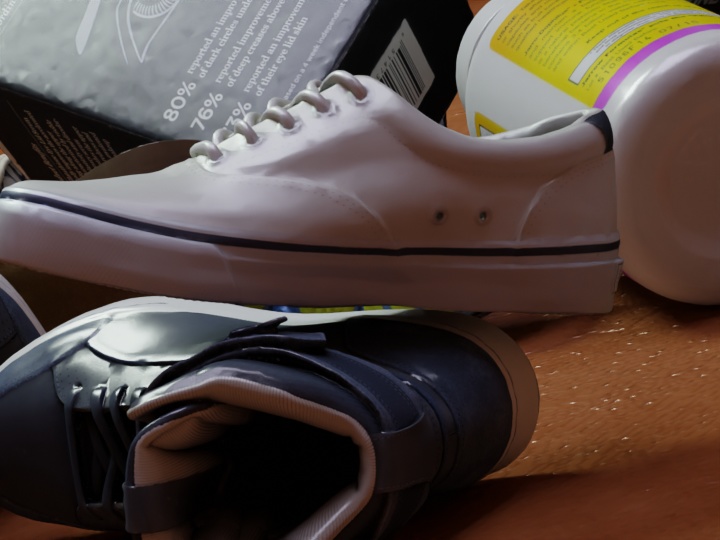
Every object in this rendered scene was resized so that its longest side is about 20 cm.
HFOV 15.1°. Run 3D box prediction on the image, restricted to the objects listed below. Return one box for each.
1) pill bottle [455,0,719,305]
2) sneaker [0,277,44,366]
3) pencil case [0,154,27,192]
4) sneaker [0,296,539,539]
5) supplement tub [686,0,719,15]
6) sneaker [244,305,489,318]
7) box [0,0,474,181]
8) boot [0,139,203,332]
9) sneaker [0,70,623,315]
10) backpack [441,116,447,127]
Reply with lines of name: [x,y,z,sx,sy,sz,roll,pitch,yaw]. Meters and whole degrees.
pill bottle: [0.106,-0.062,1.089,0.104,0.105,0.200,-16,21,-14]
sneaker: [-0.170,0.023,0.922,0.077,0.202,0.146,-45,26,5]
pencil case: [-0.261,-0.001,1.441,0.199,0.090,0.078,-12,38,14]
sneaker: [-0.063,0.056,0.829,0.201,0.077,0.146,-8,8,26]
supplement tub: [0.190,-0.081,1.165,0.106,0.108,0.200,-20,11,-31]
sneaker: [0.000,0.000,1.127,0.082,0.071,0.199,-3,1,-42]
box: [-0.068,-0.100,1.274,0.199,0.104,0.148,20,69,31]
boot: [-0.126,0.019,1.169,0.073,0.076,0.200,-1,-23,-43]
sneaker: [-0.015,-0.025,0.831,0.199,0.071,0.073,2,2,-18]
backpack: [-0.046,-0.077,1.407,0.181,0.135,0.200,-14,12,3]
